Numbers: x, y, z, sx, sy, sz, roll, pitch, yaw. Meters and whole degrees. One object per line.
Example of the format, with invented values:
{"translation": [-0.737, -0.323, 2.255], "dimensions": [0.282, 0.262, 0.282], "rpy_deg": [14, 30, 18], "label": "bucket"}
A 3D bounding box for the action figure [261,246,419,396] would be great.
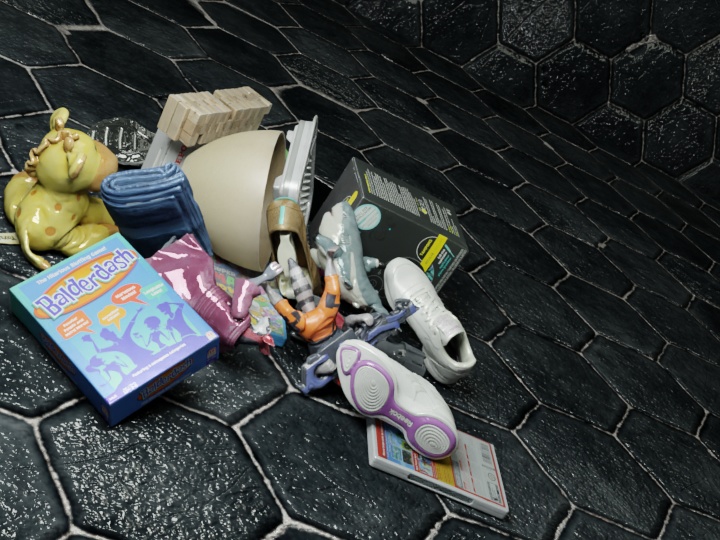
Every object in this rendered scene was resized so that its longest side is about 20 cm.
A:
{"translation": [-0.028, 0.067, 1.433], "dimensions": [0.198, 0.196, 0.104], "rpy_deg": [-27, 14, -20], "label": "action figure"}

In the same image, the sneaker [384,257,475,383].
{"translation": [0.109, 0.066, 1.568], "dimensions": [0.074, 0.099, 0.202], "rpy_deg": [-31, 89, -24], "label": "sneaker"}

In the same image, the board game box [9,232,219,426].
{"translation": [-0.279, 0.061, 1.212], "dimensions": [0.151, 0.045, 0.199], "rpy_deg": [-32, 61, -33], "label": "board game box"}

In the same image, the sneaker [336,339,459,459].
{"translation": [0.046, 0.161, 1.394], "dimensions": [0.200, 0.075, 0.100], "rpy_deg": [43, 18, -8], "label": "sneaker"}

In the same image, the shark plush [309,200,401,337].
{"translation": [0.000, 0.000, 1.518], "dimensions": [0.083, 0.091, 0.201], "rpy_deg": [-30, 70, -16], "label": "shark plush"}

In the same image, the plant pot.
{"translation": [-0.189, -0.108, 1.534], "dimensions": [0.132, 0.204, 0.201], "rpy_deg": [9, 24, 2], "label": "plant pot"}

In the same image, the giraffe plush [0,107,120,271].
{"translation": [-0.377, -0.112, 1.364], "dimensions": [0.172, 0.164, 0.199], "rpy_deg": [38, 24, 17], "label": "giraffe plush"}

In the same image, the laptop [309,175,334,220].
{"translation": [-0.086, -0.153, 1.869], "dimensions": [0.176, 0.104, 0.200], "rpy_deg": [32, 23, 3], "label": "laptop"}

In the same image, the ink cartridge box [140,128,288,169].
{"translation": [-0.227, -0.153, 1.646], "dimensions": [0.197, 0.147, 0.085], "rpy_deg": [16, 27, -31], "label": "ink cartridge box"}

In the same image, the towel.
{"translation": [-0.261, -0.065, 1.382], "dimensions": [0.109, 0.201, 0.049], "rpy_deg": [-10, 66, 0], "label": "towel"}

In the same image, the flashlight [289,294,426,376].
{"translation": [-0.003, 0.100, 1.522], "dimensions": [0.198, 0.068, 0.069], "rpy_deg": [25, 49, -21], "label": "flashlight"}

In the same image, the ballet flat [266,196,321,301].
{"translation": [-0.096, -0.009, 1.505], "dimensions": [0.066, 0.202, 0.073], "rpy_deg": [-2, 44, 4], "label": "ballet flat"}

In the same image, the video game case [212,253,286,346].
{"translation": [-0.175, 0.025, 1.517], "dimensions": [0.141, 0.018, 0.201], "rpy_deg": [22, 25, -19], "label": "video game case"}

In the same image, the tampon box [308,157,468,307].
{"translation": [0.040, -0.049, 1.657], "dimensions": [0.198, 0.151, 0.127], "rpy_deg": [24, 28, -22], "label": "tampon box"}

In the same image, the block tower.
{"translation": [-0.210, -0.226, 1.562], "dimensions": [0.054, 0.058, 0.199], "rpy_deg": [38, 28, 16], "label": "block tower"}

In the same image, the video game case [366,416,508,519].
{"translation": [0.098, 0.243, 1.408], "dimensions": [0.197, 0.018, 0.144], "rpy_deg": [25, 24, -14], "label": "video game case"}

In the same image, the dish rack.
{"translation": [-0.099, -0.113, 1.592], "dimensions": [0.043, 0.202, 0.174], "rpy_deg": [8, 51, 2], "label": "dish rack"}

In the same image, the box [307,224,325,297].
{"translation": [-0.037, -0.019, 1.742], "dimensions": [0.136, 0.038, 0.198], "rpy_deg": [44, 27, 27], "label": "box"}

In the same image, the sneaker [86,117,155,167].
{"translation": [-0.338, -0.187, 1.698], "dimensions": [0.196, 0.079, 0.075], "rpy_deg": [8, 70, -17], "label": "sneaker"}

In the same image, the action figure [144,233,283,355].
{"translation": [-0.187, 0.040, 1.329], "dimensions": [0.199, 0.135, 0.148], "rpy_deg": [34, 24, 16], "label": "action figure"}
